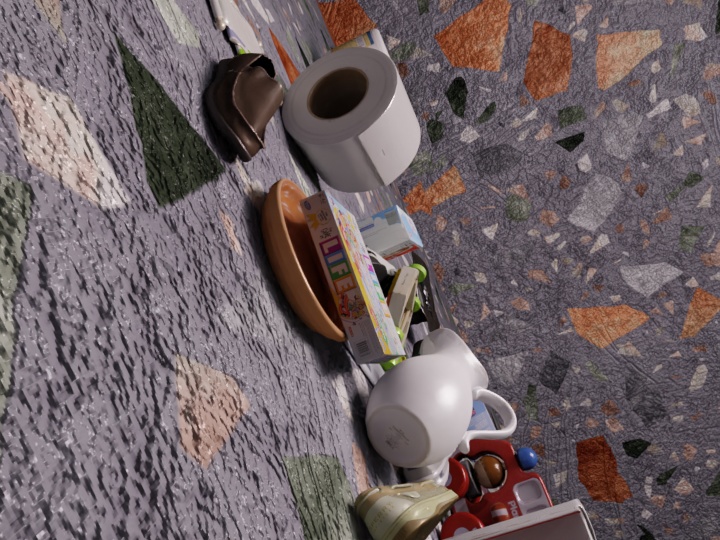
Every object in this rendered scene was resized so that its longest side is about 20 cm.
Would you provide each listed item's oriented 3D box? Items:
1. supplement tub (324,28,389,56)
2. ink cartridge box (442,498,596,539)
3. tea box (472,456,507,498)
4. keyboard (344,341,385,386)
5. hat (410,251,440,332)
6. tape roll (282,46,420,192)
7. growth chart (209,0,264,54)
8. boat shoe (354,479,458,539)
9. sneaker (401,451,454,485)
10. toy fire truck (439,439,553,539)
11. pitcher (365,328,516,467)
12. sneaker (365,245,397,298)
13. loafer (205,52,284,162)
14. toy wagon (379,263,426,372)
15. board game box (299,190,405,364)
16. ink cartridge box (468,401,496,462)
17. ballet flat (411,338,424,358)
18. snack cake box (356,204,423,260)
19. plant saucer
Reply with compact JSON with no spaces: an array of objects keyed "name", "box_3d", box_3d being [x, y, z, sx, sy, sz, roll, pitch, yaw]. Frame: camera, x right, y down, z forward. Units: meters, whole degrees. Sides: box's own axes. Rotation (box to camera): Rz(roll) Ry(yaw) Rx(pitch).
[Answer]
[{"name":"supplement tub","box_3d":[-0.015,-0.576,1.672,0.145,0.200,0.145,-22,90,-80]},{"name":"ink cartridge box","box_3d":[0.131,0.281,0.589,0.174,0.200,0.044,43,27,-66]},{"name":"tea box","box_3d":[0.252,0.459,1.003,0.200,0.133,0.197,-99,163,-54]},{"name":"keyboard","box_3d":[0.008,0.127,0.828,0.056,0.011,0.200,-92,157,-50]},{"name":"hat","box_3d":[0.116,0.060,1.323,0.201,0.081,0.201,-17,90,-73]},{"name":"tape roll","box_3d":[-0.013,-0.251,0.993,0.139,0.202,0.203,52,18,-55]},{"name":"growth chart","box_3d":[-0.174,-0.346,0.885,0.200,0.018,0.145,45,25,-65]},{"name":"boat shoe","box_3d":[0.052,0.253,0.631,0.063,0.073,0.201,38,4,24]},{"name":"sneaker","box_3d":[0.094,0.233,0.842,0.200,0.075,0.082,-54,122,-77]},{"name":"toy fire truck","box_3d":[0.198,0.343,0.880,0.112,0.168,0.200,54,17,-52]},{"name":"pitcher","box_3d":[0.108,0.176,0.745,0.172,0.121,0.200,38,31,14]},{"name":"sneaker","box_3d":[0.000,0.000,0.917,0.088,0.074,0.200,42,7,17]},{"name":"loafer","box_3d":[-0.126,-0.200,0.669,0.200,0.071,0.073,-103,165,-44]},{"name":"toy wagon","box_3d":[0.060,0.090,0.933,0.155,0.040,0.200,-63,164,-46]},{"name":"board game box","box_3d":[-0.006,0.014,0.718,0.134,0.034,0.200,30,39,-74]},{"name":"ink cartridge box","box_3d":[0.197,0.280,1.170,0.200,0.076,0.136,63,-9,-12]},{"name":"ballet flat","box_3d":[0.123,0.219,1.048,0.068,0.068,0.200,-48,126,-58]},{"name":"snack cake box","box_3d":[0.043,-0.059,1.099,0.200,0.115,0.067,9,59,-78]},{"name":"plant saucer","box_3d":[-0.061,-0.008,0.685,0.200,0.037,0.200,-23,90,-79]}]
